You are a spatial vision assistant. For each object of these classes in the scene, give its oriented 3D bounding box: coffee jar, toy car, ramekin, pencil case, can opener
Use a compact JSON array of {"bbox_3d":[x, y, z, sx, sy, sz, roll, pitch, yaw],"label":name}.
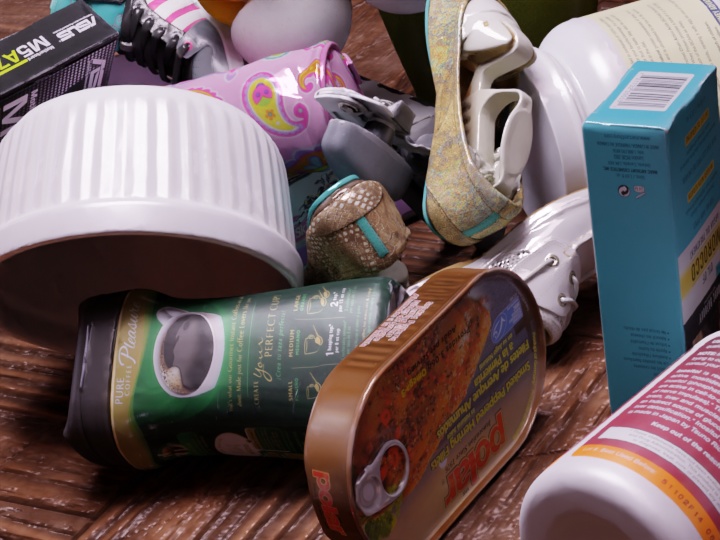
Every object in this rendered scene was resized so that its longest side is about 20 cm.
[{"bbox_3d":[-0.070,0.061,1.221,0.199,0.085,0.105,-2,66,14],"label":"coffee jar"},{"bbox_3d":[-0.038,-0.241,1.389,0.200,0.150,0.175,-27,65,12],"label":"toy car"},{"bbox_3d":[-0.133,-0.029,1.283,0.200,0.200,0.105,-5,67,10],"label":"ramekin"},{"bbox_3d":[-0.096,-0.092,1.378,0.200,0.088,0.087,-10,26,22],"label":"pencil case"},{"bbox_3d":[0.028,-0.053,1.344,0.053,0.200,0.067,11,70,34],"label":"can opener"}]

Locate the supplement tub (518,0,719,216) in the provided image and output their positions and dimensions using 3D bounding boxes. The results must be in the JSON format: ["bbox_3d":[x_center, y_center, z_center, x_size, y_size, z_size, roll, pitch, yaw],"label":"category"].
[{"bbox_3d":[0.200,-0.107,1.392,0.200,0.145,0.145,-17,29,-12],"label":"supplement tub"}]

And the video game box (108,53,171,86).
[{"bbox_3d":[-0.159,-0.148,1.621,0.200,0.047,0.182,-27,8,-28],"label":"video game box"}]

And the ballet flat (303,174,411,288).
[{"bbox_3d":[0.000,0.000,1.306,0.070,0.065,0.200,-36,-11,-4],"label":"ballet flat"}]

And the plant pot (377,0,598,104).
[{"bbox_3d":[0.093,-0.209,1.565,0.200,0.193,0.201,-8,29,4],"label":"plant pot"}]

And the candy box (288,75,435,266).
[{"bbox_3d":[-0.058,-0.078,1.505,0.168,0.072,0.200,-26,31,-26],"label":"candy box"}]

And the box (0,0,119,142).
[{"bbox_3d":[-0.258,-0.064,1.423,0.048,0.200,0.193,43,50,19],"label":"box"}]

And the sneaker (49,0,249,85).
[{"bbox_3d":[-0.154,-0.162,1.469,0.120,0.084,0.200,-9,48,-24],"label":"sneaker"}]

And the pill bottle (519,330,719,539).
[{"bbox_3d":[0.180,0.099,1.056,0.113,0.113,0.200,17,38,40],"label":"pill bottle"}]

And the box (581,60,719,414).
[{"bbox_3d":[0.166,-0.006,1.160,0.049,0.200,0.082,7,32,28],"label":"box"}]

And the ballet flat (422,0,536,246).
[{"bbox_3d":[0.077,-0.110,1.306,0.070,0.071,0.200,-3,62,13],"label":"ballet flat"}]

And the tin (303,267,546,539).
[{"bbox_3d":[0.038,0.075,1.152,0.042,0.112,0.200,-1,27,37],"label":"tin"}]

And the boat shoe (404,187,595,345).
[{"bbox_3d":[0.101,0.018,1.285,0.200,0.071,0.069,-31,59,-12],"label":"boat shoe"}]
